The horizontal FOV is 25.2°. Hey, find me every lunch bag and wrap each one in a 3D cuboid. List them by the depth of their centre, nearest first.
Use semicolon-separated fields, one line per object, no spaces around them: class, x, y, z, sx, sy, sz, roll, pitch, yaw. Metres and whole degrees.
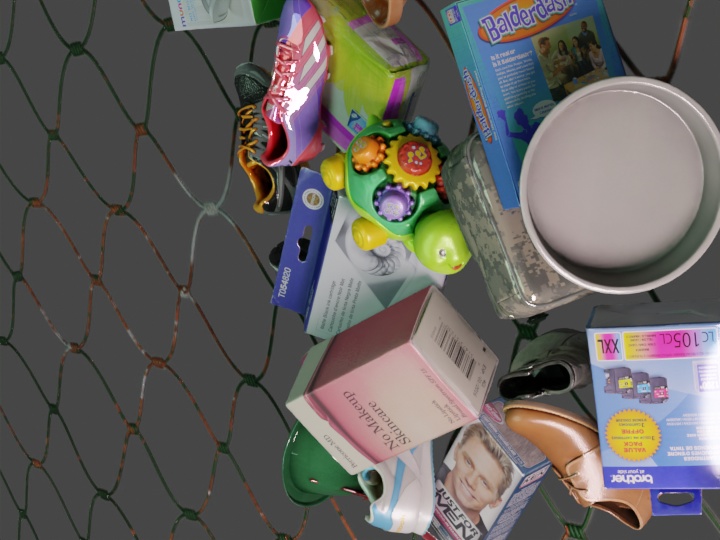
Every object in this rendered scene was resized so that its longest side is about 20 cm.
lunch bag;0.164;-0.052;1.634;0.201;0.139;0.168;69;162;6

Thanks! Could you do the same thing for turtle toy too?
turtle toy;0.057;-0.084;1.740;0.201;0.145;0.101;63;157;11

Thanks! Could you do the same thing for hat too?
hat;0.027;0.247;1.983;0.175;0.200;0.167;22;90;32

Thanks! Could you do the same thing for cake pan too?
cake pan;0.241;-0.080;1.491;0.037;0.199;0.202;-123;20;-77

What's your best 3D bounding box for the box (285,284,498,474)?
box;0.036;0.127;1.833;0.199;0.109;0.128;-29;112;35

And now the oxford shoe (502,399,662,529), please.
oxford shoe;0.224;0.197;1.639;0.199;0.072;0.071;32;155;-12

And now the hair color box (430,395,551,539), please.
hair color box;0.144;0.248;1.874;0.100;0.060;0.201;50;140;25

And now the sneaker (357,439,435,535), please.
sneaker;0.039;0.220;1.933;0.077;0.080;0.201;113;159;-44

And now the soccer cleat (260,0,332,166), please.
soccer cleat;-0.078;-0.210;1.814;0.067;0.076;0.201;33;133;41

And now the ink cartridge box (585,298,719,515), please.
ink cartridge box;0.298;0.135;1.554;0.135;0.076;0.201;-4;108;20

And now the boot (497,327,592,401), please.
boot;0.188;0.104;1.682;0.200;0.130;0.068;-24;84;55

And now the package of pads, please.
package of pads;-0.016;-0.234;1.842;0.200;0.068;0.155;47;139;28

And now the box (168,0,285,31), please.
box;-0.160;-0.398;1.933;0.176;0.096;0.201;8;114;49

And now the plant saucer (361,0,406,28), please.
plant saucer;0.012;-0.360;1.718;0.200;0.032;0.202;163;90;-81

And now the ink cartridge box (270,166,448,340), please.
ink cartridge box;0.000;0.000;1.860;0.199;0.041;0.201;18;123;7

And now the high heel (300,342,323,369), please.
high heel;-0.001;0.127;2.005;0.199;0.067;0.097;-23;78;42

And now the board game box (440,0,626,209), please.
board game box;0.178;-0.177;1.537;0.045;0.151;0.201;173;79;-72

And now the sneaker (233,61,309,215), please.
sneaker;-0.120;-0.162;2.011;0.078;0.077;0.201;-23;87;56

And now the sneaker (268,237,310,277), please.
sneaker;-0.027;0.031;2.006;0.200;0.076;0.088;31;149;42
